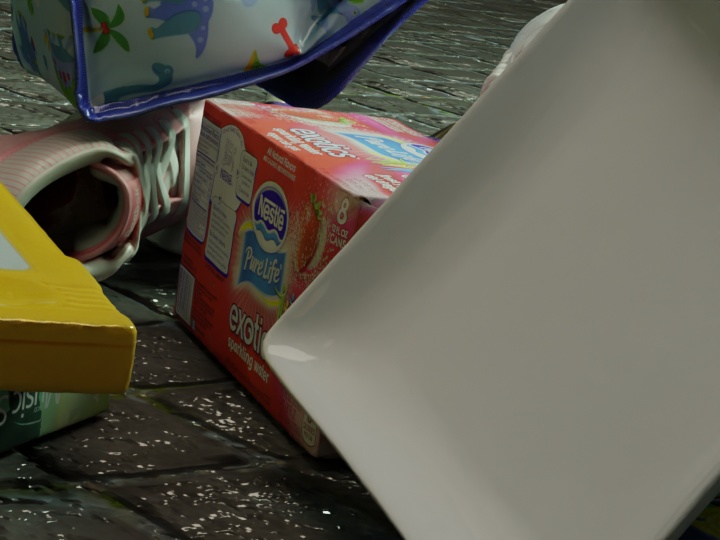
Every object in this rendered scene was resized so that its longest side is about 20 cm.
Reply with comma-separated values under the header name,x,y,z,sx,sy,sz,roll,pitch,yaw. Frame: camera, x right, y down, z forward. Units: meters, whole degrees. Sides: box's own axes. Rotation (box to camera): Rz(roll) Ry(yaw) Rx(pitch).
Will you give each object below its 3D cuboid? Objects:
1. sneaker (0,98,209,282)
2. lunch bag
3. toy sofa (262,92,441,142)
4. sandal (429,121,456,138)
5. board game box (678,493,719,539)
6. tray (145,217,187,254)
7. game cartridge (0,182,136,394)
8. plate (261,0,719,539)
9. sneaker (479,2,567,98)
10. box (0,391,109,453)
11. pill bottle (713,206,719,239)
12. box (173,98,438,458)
name,x,y,z,sx,sy,sz,roll,pitch,yaw
sneaker,-0.113,-0.037,0.973,0.104,0.076,0.199,14,20,42
lunch bag,-0.062,-0.146,0.988,0.199,0.128,0.170,-16,19,-16
toy sofa,0.043,-0.045,1.026,0.198,0.098,0.083,10,39,7
sandal,0.065,-0.049,1.202,0.077,0.070,0.212,-31,4,-14
board game box,0.138,0.087,0.692,0.135,0.035,0.200,3,14,-31
tray,-0.035,-0.029,1.129,0.199,0.022,0.107,2,14,-33
game cartridge,-0.185,-0.004,0.712,0.175,0.033,0.200,4,12,-24
plate,0.077,0.005,0.649,0.032,0.200,0.200,39,6,-36
sneaker,0.086,-0.076,0.918,0.080,0.077,0.200,-12,13,-8
box,-0.190,0.034,0.694,0.143,0.037,0.200,14,14,21
pill bottle,0.173,0.016,0.670,0.119,0.121,0.199,-2,14,-42
box,0.000,0.000,0.836,0.095,0.100,0.200,4,13,-22
